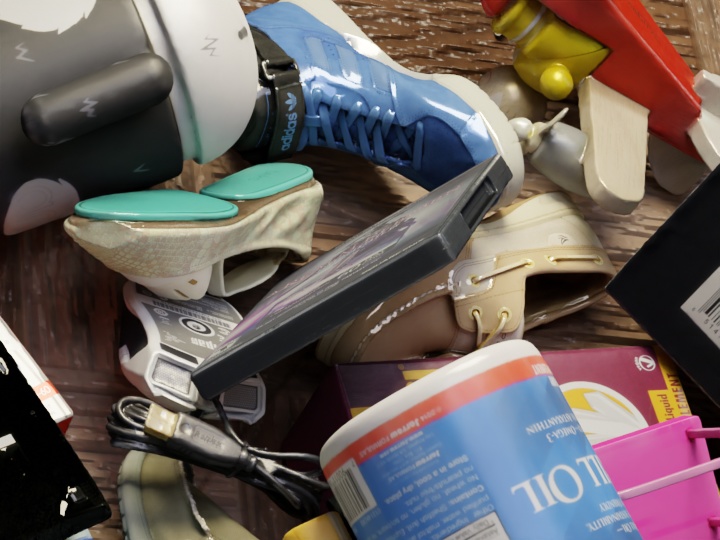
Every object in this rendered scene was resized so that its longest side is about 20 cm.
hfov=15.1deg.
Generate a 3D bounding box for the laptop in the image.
[{"bbox_3d":[-0.244,0.077,1.183,0.177,0.103,0.200,-23,72,-45],"label":"laptop"}]

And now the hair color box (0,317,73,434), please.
[{"bbox_3d":[-0.246,0.031,1.330,0.111,0.064,0.200,-28,70,-35],"label":"hair color box"}]

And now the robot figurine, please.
[{"bbox_3d":[-0.152,-0.095,1.403,0.200,0.125,0.150,-20,53,-9],"label":"robot figurine"}]

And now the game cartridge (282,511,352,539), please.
[{"bbox_3d":[0.022,0.227,1.238,0.032,0.176,0.200,-23,66,-10],"label":"game cartridge"}]

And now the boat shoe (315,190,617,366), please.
[{"bbox_3d":[0.065,0.017,1.471,0.200,0.074,0.069,-26,64,-36],"label":"boat shoe"}]

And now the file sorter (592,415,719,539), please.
[{"bbox_3d":[0.155,0.183,1.296,0.139,0.125,0.200,-16,93,-25],"label":"file sorter"}]

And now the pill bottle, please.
[{"bbox_3d":[0.074,0.141,1.180,0.112,0.112,0.200,-22,78,-34],"label":"pill bottle"}]

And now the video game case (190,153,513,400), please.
[{"bbox_3d":[0.000,0.000,1.360,0.019,0.143,0.200,58,16,-7],"label":"video game case"}]

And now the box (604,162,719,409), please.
[{"bbox_3d":[0.245,0.014,1.483,0.148,0.104,0.200,46,22,11],"label":"box"}]

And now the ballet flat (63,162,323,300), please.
[{"bbox_3d":[-0.079,-0.013,1.401,0.067,0.062,0.200,11,14,32],"label":"ballet flat"}]

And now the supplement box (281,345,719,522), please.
[{"bbox_3d":[0.074,0.109,1.401,0.200,0.086,0.111,-2,58,-25],"label":"supplement box"}]

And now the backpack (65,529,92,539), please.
[{"bbox_3d":[-0.194,0.175,1.202,0.154,0.163,0.200,45,44,1],"label":"backpack"}]

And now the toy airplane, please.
[{"bbox_3d":[0.134,-0.113,1.575,0.200,0.141,0.199,8,56,-66],"label":"toy airplane"}]

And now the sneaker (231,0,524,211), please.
[{"bbox_3d":[-0.011,-0.081,1.484,0.111,0.077,0.200,-25,51,-37],"label":"sneaker"}]

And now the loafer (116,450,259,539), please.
[{"bbox_3d":[-0.071,0.153,1.280,0.070,0.075,0.200,-11,37,-7],"label":"loafer"}]

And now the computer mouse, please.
[{"bbox_3d":[-0.083,0.061,1.357,0.109,0.044,0.200,17,18,-17],"label":"computer mouse"}]

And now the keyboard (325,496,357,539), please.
[{"bbox_3d":[0.038,0.189,1.283,0.040,0.104,0.200,-23,101,-6],"label":"keyboard"}]
